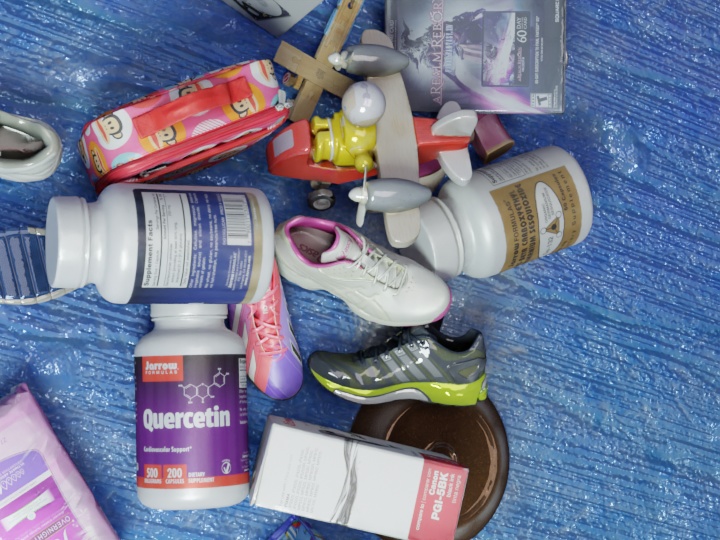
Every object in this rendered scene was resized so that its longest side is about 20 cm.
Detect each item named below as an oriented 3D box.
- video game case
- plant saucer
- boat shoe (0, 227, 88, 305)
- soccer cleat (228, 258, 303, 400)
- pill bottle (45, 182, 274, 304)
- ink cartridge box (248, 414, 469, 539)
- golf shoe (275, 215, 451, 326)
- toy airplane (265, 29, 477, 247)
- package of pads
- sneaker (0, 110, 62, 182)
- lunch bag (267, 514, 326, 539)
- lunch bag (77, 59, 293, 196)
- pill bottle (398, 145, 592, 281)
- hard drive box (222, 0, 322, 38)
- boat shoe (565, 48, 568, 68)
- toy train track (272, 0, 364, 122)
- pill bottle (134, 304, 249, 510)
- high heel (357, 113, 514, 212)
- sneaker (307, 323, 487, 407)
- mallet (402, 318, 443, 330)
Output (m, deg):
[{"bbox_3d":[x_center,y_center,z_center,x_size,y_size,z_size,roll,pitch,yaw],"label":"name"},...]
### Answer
[{"bbox_3d":[0.124,-0.243,1.401,0.197,0.019,0.145,1,88,4],"label":"video game case"},{"bbox_3d":[0.081,0.207,1.399,0.198,0.037,0.203,2,84,-21],"label":"plant saucer"},{"bbox_3d":[-0.296,-0.007,1.250,0.198,0.072,0.073,-8,89,-24],"label":"boat shoe"},{"bbox_3d":[-0.104,0.038,1.321,0.067,0.073,0.203,-18,92,-21],"label":"soccer cleat"},{"bbox_3d":[-0.188,-0.025,1.198,0.197,0.111,0.113,1,85,-22],"label":"pill bottle"},{"bbox_3d":[-0.006,0.207,1.281,0.197,0.147,0.084,14,86,-6],"label":"ink cartridge box"},{"bbox_3d":[0.000,0.000,1.311,0.198,0.092,0.076,19,73,2],"label":"golf shoe"},{"bbox_3d":[0.024,-0.141,1.311,0.199,0.142,0.200,33,72,24],"label":"toy airplane"},{"bbox_3d":[-0.320,0.221,1.220,0.120,0.076,0.202,-31,97,-18],"label":"package of pads"},{"bbox_3d":[-0.377,-0.123,1.214,0.197,0.099,0.079,-7,88,-22],"label":"sneaker"},{"bbox_3d":[-0.020,0.330,1.260,0.094,0.200,0.151,-41,99,-19],"label":"lunch bag"},{"bbox_3d":[-0.171,-0.143,1.255,0.198,0.176,0.083,-23,92,-20],"label":"lunch bag"},{"bbox_3d":[0.144,-0.056,1.403,0.198,0.114,0.116,-19,92,-21],"label":"pill bottle"},{"bbox_3d":[-0.099,-0.329,1.286,0.155,0.200,0.077,32,75,-15],"label":"hard drive box"},{"bbox_3d":[0.146,-0.275,1.449,0.198,0.070,0.072,28,104,7],"label":"boat shoe"},{"bbox_3d":[-0.033,-0.253,1.384,0.114,0.032,0.202,24,92,-35],"label":"toy train track"},{"bbox_3d":[-0.167,0.129,1.268,0.111,0.112,0.203,-1,86,-21],"label":"pill bottle"},{"bbox_3d":[0.067,-0.137,1.421,0.198,0.068,0.097,-25,73,-21],"label":"high heel"},{"bbox_3d":[0.042,0.091,1.353,0.197,0.074,0.082,2,112,-13],"label":"sneaker"},{"bbox_3d":[-0.002,0.032,1.384,0.198,0.041,0.067,15,77,-15],"label":"mallet"}]
